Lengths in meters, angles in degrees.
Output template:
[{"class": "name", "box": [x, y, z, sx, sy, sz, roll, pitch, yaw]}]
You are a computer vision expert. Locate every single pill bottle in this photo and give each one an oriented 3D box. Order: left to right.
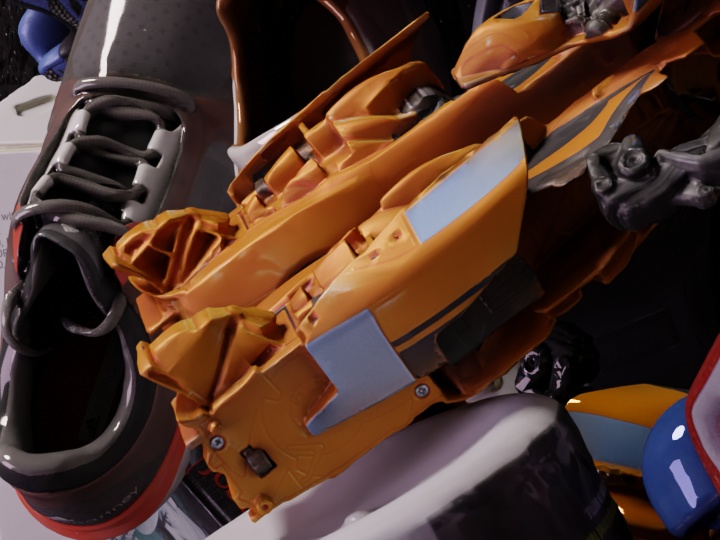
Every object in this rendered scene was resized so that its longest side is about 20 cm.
[{"class": "pill bottle", "box": [0.041, 0.137, 0.638, 0.200, 0.106, 0.106, 63, 161, -5]}]

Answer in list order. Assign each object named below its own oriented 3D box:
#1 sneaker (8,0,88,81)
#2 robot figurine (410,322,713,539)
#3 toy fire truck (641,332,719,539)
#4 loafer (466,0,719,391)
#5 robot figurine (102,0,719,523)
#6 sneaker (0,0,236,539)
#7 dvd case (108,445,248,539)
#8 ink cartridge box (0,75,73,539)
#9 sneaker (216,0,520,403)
[{"class": "sneaker", "box": [-0.103, -0.126, 0.950, 0.075, 0.078, 0.200, 62, 178, 40]}, {"class": "robot figurine", "box": [0.058, 0.078, 0.718, 0.199, 0.058, 0.146, 13, 116, 34]}, {"class": "toy fire truck", "box": [0.115, 0.082, 0.545, 0.168, 0.112, 0.200, 60, 168, 15]}, {"class": "loafer", "box": [0.064, -0.003, 0.781, 0.063, 0.072, 0.201, -153, 49, -75]}, {"class": "robot figurine", "box": [0.036, -0.032, 0.667, 0.058, 0.200, 0.145, 51, -177, -22]}, {"class": "sneaker", "box": [-0.072, -0.017, 0.893, 0.082, 0.077, 0.201, 40, -123, -74]}, {"class": "dvd case", "box": [-0.032, 0.122, 0.985, 0.200, 0.022, 0.146, 46, 157, 9]}, {"class": "ink cartridge box", "box": [-0.094, 0.030, 1.131, 0.144, 0.083, 0.201, -54, -41, -71]}, {"class": "sneaker", "box": [0.000, 0.000, 0.829, 0.073, 0.085, 0.201, -31, 65, 25]}]
